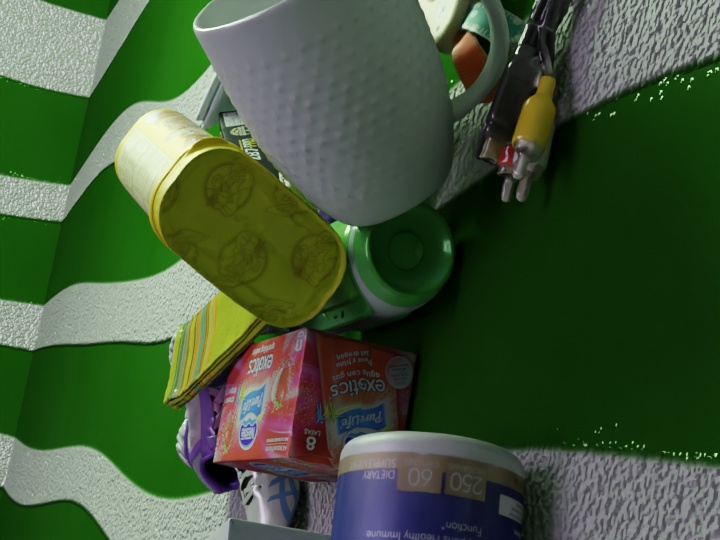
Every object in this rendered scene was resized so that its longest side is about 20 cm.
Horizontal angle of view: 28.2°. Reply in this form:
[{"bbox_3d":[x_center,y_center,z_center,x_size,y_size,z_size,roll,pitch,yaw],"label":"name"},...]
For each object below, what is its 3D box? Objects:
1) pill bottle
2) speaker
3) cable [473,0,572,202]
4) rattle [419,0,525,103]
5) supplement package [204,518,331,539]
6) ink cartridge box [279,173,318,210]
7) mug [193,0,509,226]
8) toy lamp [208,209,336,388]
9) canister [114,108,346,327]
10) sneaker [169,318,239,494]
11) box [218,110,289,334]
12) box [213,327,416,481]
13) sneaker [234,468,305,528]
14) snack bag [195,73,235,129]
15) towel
[{"bbox_3d":[0.034,0.204,0.839,0.116,0.114,0.202,146,134,-62],"label":"pill bottle"},{"bbox_3d":[0.000,0.000,1.117,0.200,0.088,0.090,158,124,-66],"label":"speaker"},{"bbox_3d":[0.126,-0.141,0.964,0.097,0.050,0.202,119,174,-80],"label":"cable"},{"bbox_3d":[0.046,-0.232,1.080,0.130,0.142,0.202,-28,42,40],"label":"rattle"},{"bbox_3d":[-0.041,0.283,0.931,0.111,0.154,0.202,134,145,-55],"label":"supplement package"},{"bbox_3d":[-0.044,-0.099,1.318,0.149,0.075,0.201,-99,31,-48],"label":"ink cartridge box"},{"bbox_3d":[0.010,-0.140,0.998,0.199,0.176,0.148,-29,23,0],"label":"mug"},{"bbox_3d":[-0.077,0.025,1.264,0.200,0.058,0.058,-47,29,19],"label":"toy lamp"},{"bbox_3d":[-0.106,-0.047,1.086,0.087,0.148,0.200,-51,25,-1],"label":"canister"},{"bbox_3d":[-0.136,0.135,1.381,0.089,0.080,0.202,-121,26,-51],"label":"sneaker"},{"bbox_3d":[-0.107,-0.052,1.422,0.200,0.048,0.163,-113,18,-62],"label":"box"},{"bbox_3d":[-0.041,0.111,1.136,0.200,0.094,0.101,160,121,-67],"label":"box"},{"bbox_3d":[-0.091,0.169,1.275,0.072,0.072,0.202,-55,30,42],"label":"sneaker"},{"bbox_3d":[-0.096,-0.256,1.511,0.190,0.021,0.200,-62,-7,31],"label":"snack bag"},{"bbox_3d":[-0.113,0.040,1.212,0.200,0.018,0.087,-42,36,45],"label":"towel"}]
